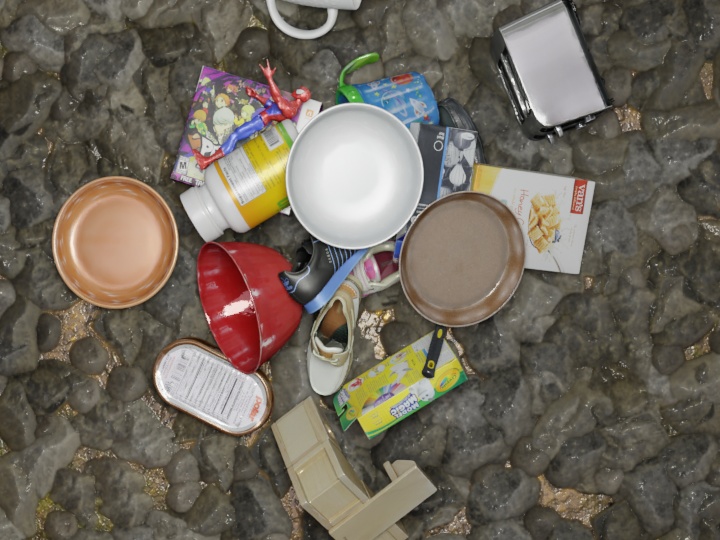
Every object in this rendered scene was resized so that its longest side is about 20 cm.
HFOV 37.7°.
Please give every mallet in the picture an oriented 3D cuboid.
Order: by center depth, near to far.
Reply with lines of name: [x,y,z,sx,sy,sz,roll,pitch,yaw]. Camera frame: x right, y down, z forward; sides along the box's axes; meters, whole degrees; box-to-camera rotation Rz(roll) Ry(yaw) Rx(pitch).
mallet: [0.113,0.074,1.575,0.065,0.041,0.201,26,49,4]

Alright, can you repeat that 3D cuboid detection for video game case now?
video game case: [-0.176,-0.200,1.636,0.196,0.036,0.185,17,89,1]

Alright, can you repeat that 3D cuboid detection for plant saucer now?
plant saucer: [0.146,-0.019,1.540,0.196,0.032,0.204,-4,106,-15]
plant saucer: [-0.376,-0.043,1.636,0.196,0.037,0.205,0,90,2]

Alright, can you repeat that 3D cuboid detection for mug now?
mug: [-0.086,-0.451,1.596,0.172,0.148,0.203,7,119,9]

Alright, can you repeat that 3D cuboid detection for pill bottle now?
pill bottle: [-0.162,-0.126,1.560,0.198,0.111,0.112,-31,89,0]

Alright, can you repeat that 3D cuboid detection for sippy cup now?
sippy cup: [0.046,-0.233,1.593,0.128,0.140,0.181,-22,116,-10]

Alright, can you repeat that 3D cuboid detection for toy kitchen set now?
toy kitchen set: [0.001,0.300,1.611,0.162,0.181,0.201,-36,129,4]

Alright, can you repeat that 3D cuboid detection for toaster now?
toaster: [0.277,-0.297,1.559,0.117,0.181,0.203,-22,90,2]

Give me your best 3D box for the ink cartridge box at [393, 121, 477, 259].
ink cartridge box: [0.110,-0.110,1.551,0.098,0.039,0.204,5,96,-20]

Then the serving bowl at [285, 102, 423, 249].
serving bowl: [-0.012,-0.136,1.497,0.196,0.066,0.204,-1,100,-8]

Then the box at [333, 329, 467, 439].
box: [0.055,0.176,1.586,0.198,0.118,0.049,-29,112,0]

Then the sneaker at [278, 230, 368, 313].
sneaker: [-0.043,-0.034,1.535,0.078,0.070,0.201,46,56,-16]

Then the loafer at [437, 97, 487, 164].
loafer: [0.155,-0.163,1.611,0.069,0.068,0.204,-22,93,-19]

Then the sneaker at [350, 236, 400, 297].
sneaker: [0.000,0.000,1.605,0.197,0.088,0.083,-25,89,1]

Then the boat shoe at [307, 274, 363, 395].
boat shoe: [-0.046,0.106,1.581,0.073,0.069,0.203,15,116,9]

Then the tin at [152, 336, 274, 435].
tin: [-0.228,0.181,1.633,0.197,0.042,0.114,25,94,1]

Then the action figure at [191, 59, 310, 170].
action figure: [-0.172,-0.241,1.583,0.197,0.065,0.100,-28,100,-1]

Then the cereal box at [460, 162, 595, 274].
cereal box: [0.249,-0.078,1.591,0.196,0.040,0.147,5,100,-15]

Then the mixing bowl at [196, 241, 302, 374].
mixing bowl: [-0.154,0.040,1.574,0.107,0.199,0.204,-20,89,-30]
